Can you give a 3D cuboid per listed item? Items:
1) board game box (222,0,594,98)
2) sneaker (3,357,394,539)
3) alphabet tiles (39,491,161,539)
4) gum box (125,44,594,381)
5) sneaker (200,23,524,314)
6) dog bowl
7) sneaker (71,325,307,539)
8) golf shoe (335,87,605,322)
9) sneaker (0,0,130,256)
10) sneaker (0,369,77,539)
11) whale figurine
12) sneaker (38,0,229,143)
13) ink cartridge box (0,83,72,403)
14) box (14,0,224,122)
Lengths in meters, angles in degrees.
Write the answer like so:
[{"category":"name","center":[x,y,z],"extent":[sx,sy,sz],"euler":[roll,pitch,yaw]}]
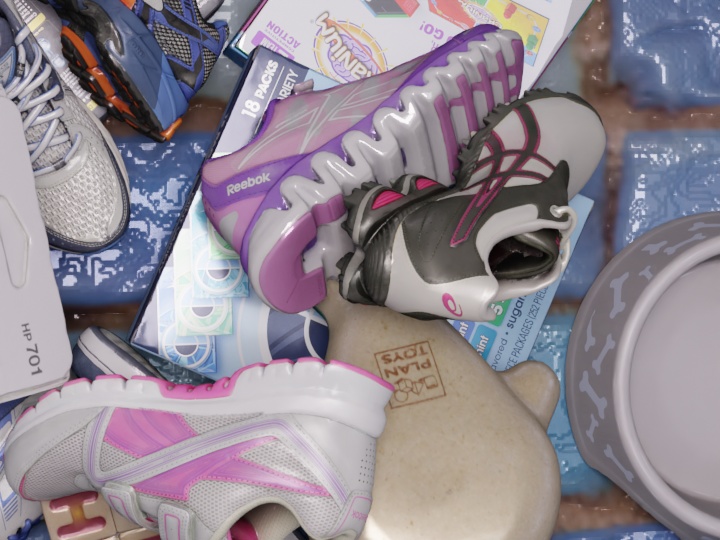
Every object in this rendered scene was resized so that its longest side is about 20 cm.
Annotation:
[{"category":"board game box","center":[0.042,-0.157,1.070],"extent":[0.153,0.040,0.200],"euler":[37,84,-9]},{"category":"sneaker","center":[-0.081,0.096,0.892],"extent":[0.199,0.081,0.089],"euler":[-8,72,24]},{"category":"alphabet tiles","center":[-0.091,0.191,0.984],"extent":[0.166,0.008,0.201],"euler":[-15,106,-5]},{"category":"gum box","center":[0.000,0.000,1.021],"extent":[0.199,0.045,0.171],"euler":[24,86,-10]},{"category":"sneaker","center":[-0.002,-0.069,0.962],"extent":[0.200,0.081,0.088],"euler":[-39,53,-23]},{"category":"dog bowl","center":[0.220,0.064,1.097],"extent":[0.199,0.059,0.201],"euler":[0,90,-11]},{"category":"sneaker","center":[-0.123,0.140,1.005],"extent":[0.146,0.077,0.203],"euler":[-39,115,-7]},{"category":"golf shoe","center":[0.075,-0.024,0.936],"extent":[0.200,0.088,0.078],"euler":[-34,137,-43]},{"category":"sneaker","center":[-0.184,-0.090,0.957],"extent":[0.077,0.085,0.200],"euler":[-37,98,-8]},{"category":"sneaker","center":[-0.201,0.130,1.009],"extent":[0.088,0.075,0.201],"euler":[15,88,-11]},{"category":"whale figurine","center":[0.022,0.079,0.968],"extent":[0.158,0.104,0.201],"euler":[-15,69,-10]},{"category":"sneaker","center":[-0.129,-0.158,0.952],"extent":[0.078,0.075,0.200],"euler":[-48,138,-21]},{"category":"ink cartridge box","center":[-0.246,0.001,0.934],"extent":[0.086,0.199,0.147],"euler":[-14,93,-46]},{"category":"box","center":[-0.197,-0.135,1.021],"extent":[0.161,0.049,0.200],"euler":[45,82,-6]}]
